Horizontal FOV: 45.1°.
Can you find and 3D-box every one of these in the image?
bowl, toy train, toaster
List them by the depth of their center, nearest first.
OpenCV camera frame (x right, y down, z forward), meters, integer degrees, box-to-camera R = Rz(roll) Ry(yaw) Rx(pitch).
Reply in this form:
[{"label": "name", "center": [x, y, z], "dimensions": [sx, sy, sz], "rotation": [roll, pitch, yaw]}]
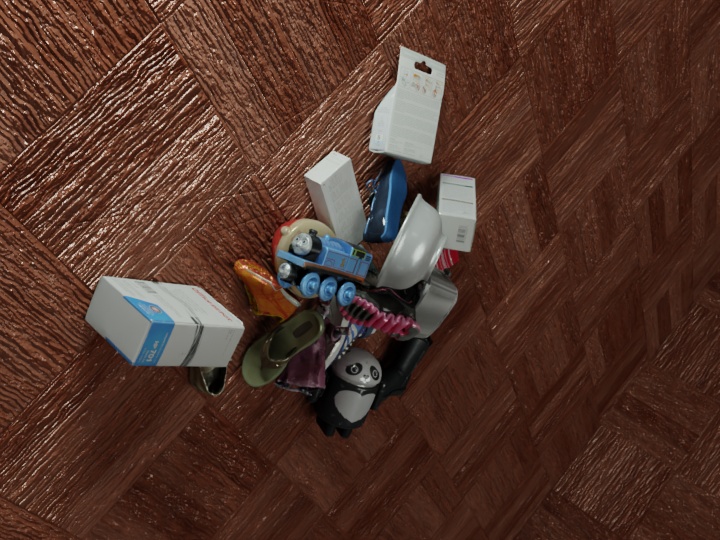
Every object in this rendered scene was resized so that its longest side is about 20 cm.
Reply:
[{"label": "toy train", "center": [-0.067, -0.007, 1.553], "dimensions": [0.200, 0.087, 0.115], "rotation": [17, 92, -52]}, {"label": "bowl", "center": [0.110, -0.041, 1.691], "dimensions": [0.202, 0.090, 0.201], "rotation": [-64, 177, -7]}, {"label": "toaster", "center": [0.120, 0.071, 1.910], "dimensions": [0.129, 0.114, 0.200], "rotation": [16, 116, -41]}]

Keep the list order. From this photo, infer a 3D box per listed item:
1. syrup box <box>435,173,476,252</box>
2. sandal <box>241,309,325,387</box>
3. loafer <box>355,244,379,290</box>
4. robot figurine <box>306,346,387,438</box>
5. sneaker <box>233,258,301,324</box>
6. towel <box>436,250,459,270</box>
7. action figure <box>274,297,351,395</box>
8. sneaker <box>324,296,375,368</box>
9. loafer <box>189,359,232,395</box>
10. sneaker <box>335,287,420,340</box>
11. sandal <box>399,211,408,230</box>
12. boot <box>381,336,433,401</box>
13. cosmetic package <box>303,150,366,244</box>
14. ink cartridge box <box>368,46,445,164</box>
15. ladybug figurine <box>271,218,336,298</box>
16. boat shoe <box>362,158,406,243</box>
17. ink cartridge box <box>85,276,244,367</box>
[{"label": "syrup box", "center": [0.199, -0.125, 1.823], "dimensions": [0.200, 0.081, 0.079], "rotation": [-77, 175, -59]}, {"label": "sandal", "center": [-0.155, 0.145, 1.647], "dimensions": [0.201, 0.080, 0.057], "rotation": [-42, 176, 16]}, {"label": "loafer", "center": [0.000, 0.000, 1.767], "dimensions": [0.063, 0.072, 0.200], "rotation": [-31, 161, 0]}, {"label": "robot figurine", "center": [-0.029, 0.265, 1.889], "dimensions": [0.150, 0.125, 0.201], "rotation": [-14, 128, -65]}, {"label": "sneaker", "center": [-0.177, 0.045, 1.594], "dimensions": [0.077, 0.073, 0.200], "rotation": [-44, 141, -3]}, {"label": "towel", "center": [0.151, -0.019, 1.987], "dimensions": [0.200, 0.022, 0.145], "rotation": [-39, 140, -25]}, {"label": "action figure", "center": [-0.091, 0.150, 1.738], "dimensions": [0.149, 0.133, 0.201], "rotation": [84, 23, -76]}, {"label": "sneaker", "center": [-0.024, 0.139, 1.837], "dimensions": [0.146, 0.080, 0.201], "rotation": [27, 88, -49]}, {"label": "loafer", "center": [-0.266, 0.142, 1.557], "dimensions": [0.076, 0.068, 0.201], "rotation": [-26, 134, -37]}, {"label": "sneaker", "center": [0.036, 0.069, 1.775], "dimensions": [0.200, 0.096, 0.079], "rotation": [26, 140, -27]}, {"label": "sandal", "center": [0.135, -0.094, 1.868], "dimensions": [0.200, 0.080, 0.054], "rotation": [26, 70, -51]}, {"label": "boot", "center": [0.081, 0.213, 2.025], "dimensions": [0.200, 0.076, 0.169], "rotation": [4, 117, -59]}, {"label": "cosmetic package", "center": [-0.044, -0.123, 1.644], "dimensions": [0.083, 0.051, 0.200], "rotation": [-45, 143, -25]}, {"label": "ink cartridge box", "center": [0.093, -0.317, 1.687], "dimensions": [0.160, 0.047, 0.201], "rotation": [4, 95, -52]}, {"label": "ladybug figurine", "center": [-0.107, -0.029, 1.619], "dimensions": [0.136, 0.072, 0.200], "rotation": [-49, 144, -14]}, {"label": "boat shoe", "center": [0.040, -0.140, 1.687], "dimensions": [0.084, 0.068, 0.200], "rotation": [57, 36, -37]}, {"label": "ink cartridge box", "center": [-0.310, 0.084, 1.391], "dimensions": [0.200, 0.146, 0.086], "rotation": [12, 108, -53]}]
